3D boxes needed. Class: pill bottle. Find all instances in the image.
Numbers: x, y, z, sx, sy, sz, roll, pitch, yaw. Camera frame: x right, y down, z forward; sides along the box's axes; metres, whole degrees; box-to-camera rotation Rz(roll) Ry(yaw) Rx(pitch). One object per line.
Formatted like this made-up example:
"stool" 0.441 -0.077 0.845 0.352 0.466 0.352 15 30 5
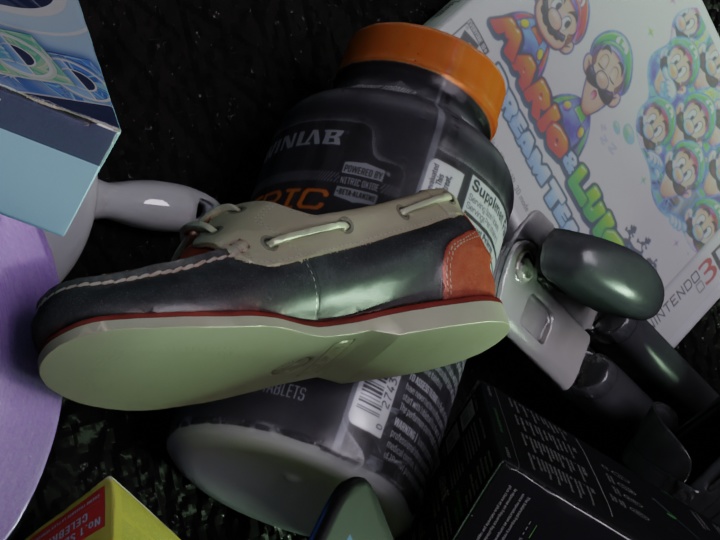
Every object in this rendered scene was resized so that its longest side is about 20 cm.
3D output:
"pill bottle" 0.000 0.000 1.042 0.106 0.106 0.201 35 61 -32

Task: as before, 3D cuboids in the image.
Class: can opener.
"can opener" 0.120 0.040 1.124 0.200 0.067 0.054 42 65 -46

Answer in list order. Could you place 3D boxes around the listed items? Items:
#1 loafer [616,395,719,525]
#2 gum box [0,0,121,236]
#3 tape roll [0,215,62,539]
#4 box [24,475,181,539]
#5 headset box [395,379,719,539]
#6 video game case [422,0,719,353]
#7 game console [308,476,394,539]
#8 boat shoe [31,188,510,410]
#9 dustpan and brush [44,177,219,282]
"loafer" 0.139 0.089 1.119 0.071 0.200 0.068 55 9 -18
"gum box" -0.175 -0.102 0.838 0.169 0.200 0.045 22 111 -25
"tape roll" -0.200 0.029 0.858 0.199 0.065 0.202 -3 95 -34
"box" -0.096 0.159 0.882 0.050 0.075 0.200 46 17 -25
"headset box" 0.111 0.144 1.006 0.199 0.174 0.093 31 96 -5
"video game case" 0.118 -0.064 1.210 0.182 0.024 0.201 -42 112 -37
"game console" 0.020 0.200 0.814 0.170 0.119 0.201 27 57 0
"boat shoe" -0.033 0.006 0.916 0.199 0.071 0.063 -5 70 -37
"dustpan and brush" -0.126 -0.029 0.978 0.199 0.057 0.141 5 91 -35
